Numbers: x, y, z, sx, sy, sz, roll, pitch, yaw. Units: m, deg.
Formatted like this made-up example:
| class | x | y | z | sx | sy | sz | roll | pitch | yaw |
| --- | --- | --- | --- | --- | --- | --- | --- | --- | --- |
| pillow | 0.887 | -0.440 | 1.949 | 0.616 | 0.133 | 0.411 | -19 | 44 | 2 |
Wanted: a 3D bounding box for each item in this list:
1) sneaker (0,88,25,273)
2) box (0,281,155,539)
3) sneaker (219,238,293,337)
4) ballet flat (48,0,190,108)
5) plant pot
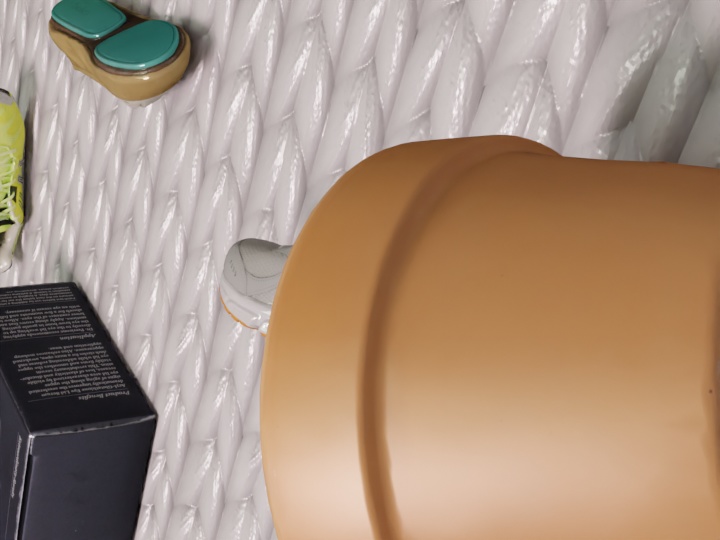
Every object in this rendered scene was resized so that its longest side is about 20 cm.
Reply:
| class | x | y | z | sx | sy | sz | roll | pitch | yaw |
| --- | --- | --- | --- | --- | --- | --- | --- | --- | --- |
| sneaker | -0.340 | -0.083 | 1.156 | 0.077 | 0.075 | 0.201 | 51 | 145 | 31 |
| box | -0.261 | 0.125 | 1.020 | 0.200 | 0.103 | 0.149 | 48 | 132 | 42 |
| sneaker | 0.000 | 0.000 | 0.639 | 0.199 | 0.075 | 0.093 | 22 | 105 | 46 |
| ballet flat | -0.166 | -0.152 | 0.890 | 0.200 | 0.068 | 0.064 | 38 | 153 | 52 |
| plant pot | 0.083 | 0.046 | 0.412 | 0.139 | 0.199 | 0.203 | -7 | 88 | 41 |
